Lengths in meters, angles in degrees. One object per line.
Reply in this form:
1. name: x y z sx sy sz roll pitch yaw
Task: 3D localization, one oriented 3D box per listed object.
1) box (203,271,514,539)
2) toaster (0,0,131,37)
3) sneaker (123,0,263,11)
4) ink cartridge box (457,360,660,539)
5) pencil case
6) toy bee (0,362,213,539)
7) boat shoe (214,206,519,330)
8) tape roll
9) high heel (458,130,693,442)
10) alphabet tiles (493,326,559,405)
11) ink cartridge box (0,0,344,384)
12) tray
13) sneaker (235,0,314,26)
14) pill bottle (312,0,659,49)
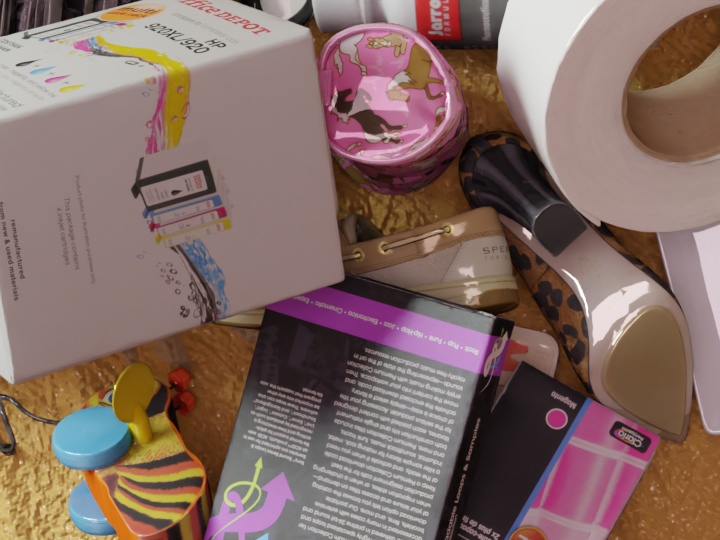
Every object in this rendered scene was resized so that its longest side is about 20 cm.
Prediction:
1. box: -0.006 0.105 1.565 0.143 0.036 0.201 17 91 28
2. toaster: -0.223 -0.172 1.622 0.118 0.181 0.201 7 90 29
3. sneaker: -0.087 -0.100 1.643 0.085 0.078 0.201 2 104 49
4. ink cartridge box: 0.084 0.156 1.593 0.094 0.037 0.200 28 69 9
5. pencil case: 0.015 -0.090 1.589 0.086 0.200 0.083 -33 87 0
6. toy bee: -0.133 0.097 1.653 0.108 0.131 0.200 -28 59 -23
7. boat shoe: 0.000 0.000 1.633 0.199 0.074 0.067 -6 85 26
8. tape roll: 0.178 -0.120 1.552 0.202 0.202 0.071 -36 44 6
9. high heel: 0.129 0.006 1.658 0.071 0.143 0.200 -35 120 -3
10. alphabet tiles: 0.052 0.119 1.633 0.195 0.015 0.201 12 66 4
11. ink cartridge box: -0.133 -0.052 1.505 0.199 0.147 0.145 -17 113 -25
12. tray: 0.231 -0.011 1.651 0.107 0.022 0.201 -14 88 6
13. sneaker: -0.062 -0.237 1.663 0.073 0.080 0.201 -6 91 5
14. pill bottle: 0.074 -0.184 1.626 0.199 0.114 0.114 0 90 7
